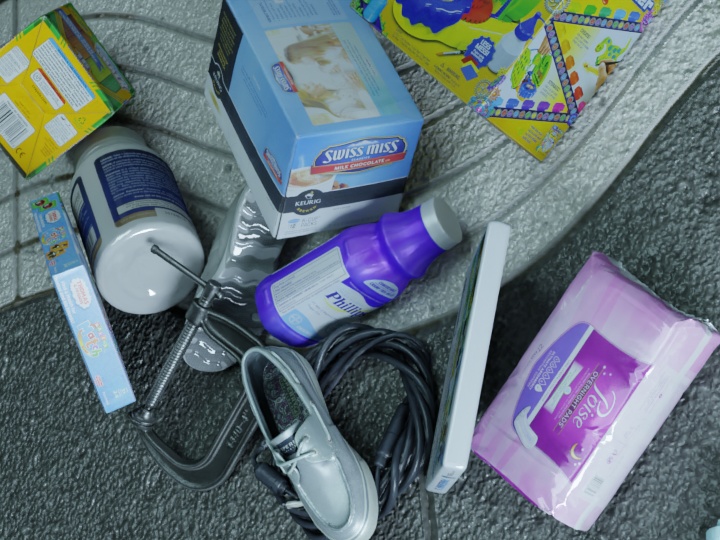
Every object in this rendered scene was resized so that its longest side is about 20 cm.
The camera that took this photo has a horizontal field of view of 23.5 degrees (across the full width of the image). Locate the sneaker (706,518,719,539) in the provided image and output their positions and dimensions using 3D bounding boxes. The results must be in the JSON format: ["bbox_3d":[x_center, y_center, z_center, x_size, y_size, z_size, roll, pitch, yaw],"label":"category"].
[{"bbox_3d":[0.260,0.251,1.297,0.198,0.079,0.132,-19,64,19],"label":"sneaker"}]

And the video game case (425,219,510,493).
[{"bbox_3d":[0.088,0.077,1.439,0.022,0.182,0.202,12,77,1],"label":"video game case"}]

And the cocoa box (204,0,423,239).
[{"bbox_3d":[-0.047,-0.153,1.610,0.132,0.132,0.201,107,145,-46],"label":"cocoa box"}]

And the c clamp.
[{"bbox_3d":[-0.161,0.102,1.648,0.170,0.027,0.202,30,108,15],"label":"c clamp"}]

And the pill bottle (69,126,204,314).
[{"bbox_3d":[-0.232,-0.057,1.745,0.111,0.111,0.201,-44,40,14],"label":"pill bottle"}]

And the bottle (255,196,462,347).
[{"bbox_3d":[0.000,0.000,1.580,0.199,0.083,0.066,-29,57,23],"label":"bottle"}]

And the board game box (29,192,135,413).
[{"bbox_3d":[-0.272,0.028,1.687,0.036,0.153,0.200,-20,27,-7],"label":"board game box"}]

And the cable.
[{"bbox_3d":[-0.008,0.143,1.551,0.200,0.051,0.163,-50,52,10],"label":"cable"}]

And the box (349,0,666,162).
[{"bbox_3d":[0.133,-0.243,1.551,0.193,0.122,0.200,-52,51,7],"label":"box"}]

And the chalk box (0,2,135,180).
[{"bbox_3d":[-0.326,-0.197,1.838,0.123,0.125,0.200,-36,12,10],"label":"chalk box"}]

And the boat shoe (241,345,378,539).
[{"bbox_3d":[-0.053,0.152,1.512,0.070,0.071,0.202,-40,60,20],"label":"boat shoe"}]

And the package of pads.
[{"bbox_3d":[0.189,0.098,1.407,0.120,0.075,0.201,38,96,41],"label":"package of pads"}]

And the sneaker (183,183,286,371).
[{"bbox_3d":[-0.118,0.004,1.689,0.202,0.074,0.082,-65,15,4],"label":"sneaker"}]
